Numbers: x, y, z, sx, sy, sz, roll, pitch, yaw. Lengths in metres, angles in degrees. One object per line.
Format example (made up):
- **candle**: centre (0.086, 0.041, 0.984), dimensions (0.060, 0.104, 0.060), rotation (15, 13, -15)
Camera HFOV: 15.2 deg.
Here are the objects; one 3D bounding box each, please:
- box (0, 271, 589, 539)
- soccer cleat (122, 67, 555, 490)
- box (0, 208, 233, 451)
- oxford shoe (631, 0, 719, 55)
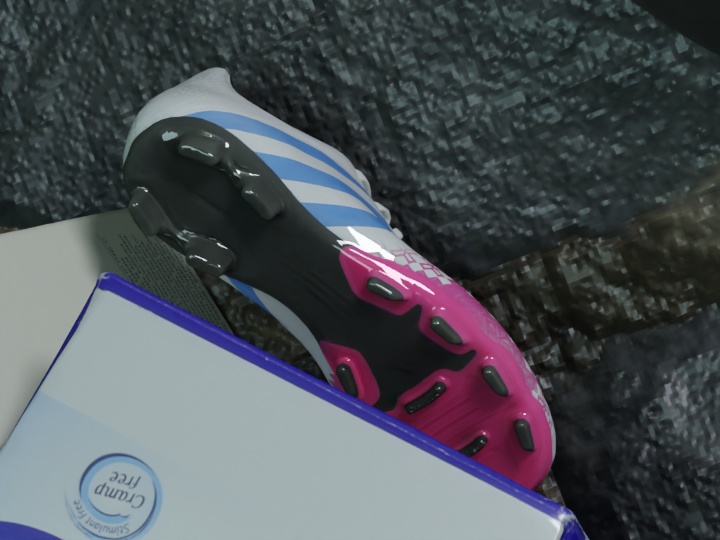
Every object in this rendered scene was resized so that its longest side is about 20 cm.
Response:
- **box**: centre (-0.011, 0.109, 0.919), dimensions (0.184, 0.200, 0.105), rotation (26, 80, 19)
- **soccer cleat**: centre (0.000, 0.000, 0.992), dimensions (0.200, 0.086, 0.070), rotation (43, 117, -10)
- **box**: centre (-0.124, 0.035, 0.971), dimensions (0.068, 0.200, 0.082), rotation (-36, 81, 24)
- **oxford shoe**: centre (0.148, -0.109, 0.923), dimensions (0.200, 0.071, 0.071), rotation (26, 77, 20)
